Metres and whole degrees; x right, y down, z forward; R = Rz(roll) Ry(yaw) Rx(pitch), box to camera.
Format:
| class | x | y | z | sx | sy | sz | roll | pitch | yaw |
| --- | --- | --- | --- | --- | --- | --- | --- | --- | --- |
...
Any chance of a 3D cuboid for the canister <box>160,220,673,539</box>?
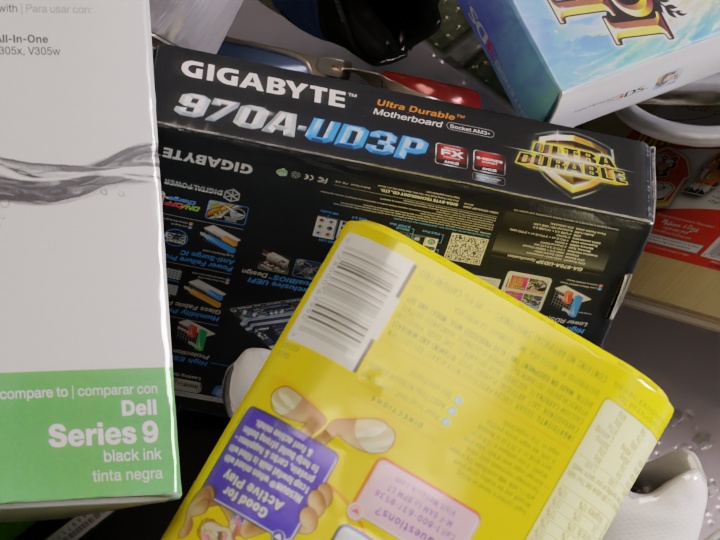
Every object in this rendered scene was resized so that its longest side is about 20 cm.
| class | x | y | z | sx | sy | sz | roll | pitch | yaw |
| --- | --- | --- | --- | --- | --- | --- | --- | --- | --- |
| canister | 0.006 | 0.101 | 1.009 | 0.148 | 0.087 | 0.201 | 30 | 82 | 5 |

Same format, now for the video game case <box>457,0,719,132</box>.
| class | x | y | z | sx | sy | sz | roll | pitch | yaw |
| --- | --- | --- | --- | --- | --- | --- | --- | --- | --- |
| video game case | 0.106 | -0.171 | 1.125 | 0.181 | 0.045 | 0.201 | -21 | 72 | -20 |

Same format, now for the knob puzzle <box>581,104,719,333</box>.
| class | x | y | z | sx | sy | sz | roll | pitch | yaw |
| --- | --- | --- | --- | --- | --- | --- | --- | --- | --- |
| knob puzzle | 0.170 | -0.046 | 1.196 | 0.219 | 0.031 | 0.220 | -21 | 31 | 13 |

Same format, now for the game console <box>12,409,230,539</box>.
| class | x | y | z | sx | sy | sz | roll | pitch | yaw |
| --- | --- | --- | --- | --- | --- | --- | --- | --- | --- |
| game console | -0.062 | 0.150 | 1.096 | 0.200 | 0.031 | 0.177 | -37 | 59 | -25 |

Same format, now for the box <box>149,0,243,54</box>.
| class | x | y | z | sx | sy | sz | roll | pitch | yaw |
| --- | --- | --- | --- | --- | --- | --- | --- | --- | --- |
| box | -0.091 | -0.184 | 1.137 | 0.200 | 0.048 | 0.159 | 30 | 92 | 52 |

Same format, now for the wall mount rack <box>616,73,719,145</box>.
| class | x | y | z | sx | sy | sz | roll | pitch | yaw |
| --- | --- | --- | --- | --- | --- | --- | --- | --- | --- |
| wall mount rack | 0.156 | -0.127 | 1.220 | 0.173 | 0.075 | 0.200 | 0 | 29 | -11 |

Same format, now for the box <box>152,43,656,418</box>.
| class | x | y | z | sx | sy | sz | roll | pitch | yaw |
| --- | --- | --- | --- | --- | --- | --- | --- | --- | --- |
| box | 0.000 | 0.000 | 1.099 | 0.199 | 0.159 | 0.046 | 10 | 47 | -7 |

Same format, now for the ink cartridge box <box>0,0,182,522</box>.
| class | x | y | z | sx | sy | sz | roll | pitch | yaw |
| --- | --- | --- | --- | --- | --- | --- | --- | --- | --- |
| ink cartridge box | -0.131 | -0.010 | 1.032 | 0.084 | 0.146 | 0.201 | -1 | 84 | -23 |

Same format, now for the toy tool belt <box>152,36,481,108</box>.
| class | x | y | z | sx | sy | sz | roll | pitch | yaw |
| --- | --- | --- | --- | --- | --- | --- | --- | --- | --- |
| toy tool belt | -0.056 | -0.036 | 1.190 | 0.199 | 0.125 | 0.124 | 12 | 93 | 12 |

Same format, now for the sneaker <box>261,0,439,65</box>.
| class | x | y | z | sx | sy | sz | roll | pitch | yaw |
| --- | --- | --- | --- | --- | --- | --- | --- | --- | --- |
| sneaker | 0.003 | -0.185 | 1.193 | 0.076 | 0.201 | 0.111 | -17 | 37 | -34 |

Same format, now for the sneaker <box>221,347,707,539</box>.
| class | x | y | z | sx | sy | sz | roll | pitch | yaw |
| --- | --- | --- | --- | --- | --- | --- | --- | --- | --- |
| sneaker | 0.043 | 0.070 | 1.091 | 0.199 | 0.087 | 0.075 | 23 | 20 | -4 |

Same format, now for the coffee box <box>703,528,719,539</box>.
| class | x | y | z | sx | sy | sz | roll | pitch | yaw |
| --- | --- | --- | --- | --- | --- | --- | --- | --- | --- |
| coffee box | 0.103 | 0.250 | 0.913 | 0.197 | 0.200 | 0.200 | -33 | 63 | -22 |
